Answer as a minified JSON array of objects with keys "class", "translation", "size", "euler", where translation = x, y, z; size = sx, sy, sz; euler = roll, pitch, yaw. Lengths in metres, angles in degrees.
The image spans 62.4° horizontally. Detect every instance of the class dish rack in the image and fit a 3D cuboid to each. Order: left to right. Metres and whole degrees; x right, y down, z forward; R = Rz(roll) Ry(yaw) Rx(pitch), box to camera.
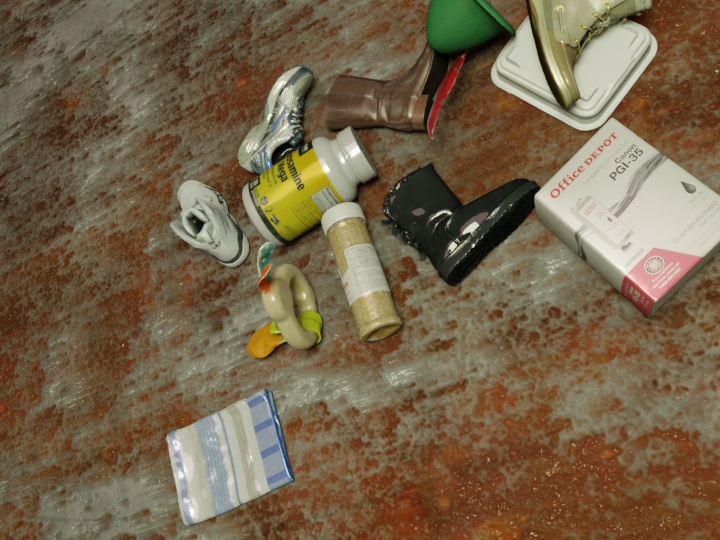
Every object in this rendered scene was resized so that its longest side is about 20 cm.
[{"class":"dish rack","translation":[0.304,-0.316,0.863],"size":[0.199,0.043,0.173],"euler":[39,91,27]}]

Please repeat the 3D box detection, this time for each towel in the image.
[{"class":"towel","translation":[-0.203,0.283,0.904],"size":[0.197,0.024,0.149],"euler":[-26,67,13]}]

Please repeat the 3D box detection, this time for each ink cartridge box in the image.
[{"class":"ink cartridge box","translation":[0.339,-0.068,0.749],"size":[0.146,0.083,0.200],"euler":[-44,63,5]}]

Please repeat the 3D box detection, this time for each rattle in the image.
[{"class":"rattle","translation":[-0.144,0.047,0.851],"size":[0.140,0.200,0.133],"euler":[-2,73,22]}]

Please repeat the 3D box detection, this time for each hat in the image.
[{"class":"hat","translation":[0.117,-0.337,0.893],"size":[0.165,0.200,0.177],"euler":[40,116,-2]}]

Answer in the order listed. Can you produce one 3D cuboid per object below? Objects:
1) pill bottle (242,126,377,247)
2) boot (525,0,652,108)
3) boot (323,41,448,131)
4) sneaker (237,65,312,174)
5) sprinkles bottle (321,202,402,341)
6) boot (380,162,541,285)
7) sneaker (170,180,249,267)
[{"class":"pill bottle","translation":[-0.077,-0.134,0.928],"size":[0.198,0.112,0.114],"euler":[-31,65,11]},{"class":"boot","translation":[0.314,-0.330,0.802],"size":[0.151,0.072,0.205],"euler":[-13,70,16]},{"class":"boot","translation":[0.036,-0.314,0.970],"size":[0.196,0.064,0.190],"euler":[9,76,30]},{"class":"sneaker","translation":[-0.124,-0.246,1.014],"size":[0.084,0.077,0.203],"euler":[30,95,17]},{"class":"sprinkles bottle","translation":[0.000,0.000,0.879],"size":[0.067,0.068,0.203],"euler":[-25,66,13]},{"class":"boot","translation":[0.136,-0.094,0.853],"size":[0.198,0.073,0.163],"euler":[-44,60,6]},{"class":"sneaker","translation":[-0.270,-0.097,0.997],"size":[0.075,0.115,0.201],"euler":[-43,63,4]}]
